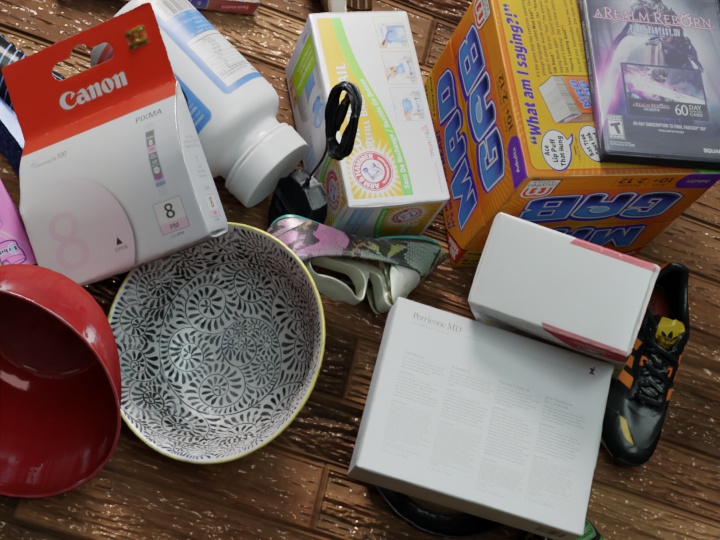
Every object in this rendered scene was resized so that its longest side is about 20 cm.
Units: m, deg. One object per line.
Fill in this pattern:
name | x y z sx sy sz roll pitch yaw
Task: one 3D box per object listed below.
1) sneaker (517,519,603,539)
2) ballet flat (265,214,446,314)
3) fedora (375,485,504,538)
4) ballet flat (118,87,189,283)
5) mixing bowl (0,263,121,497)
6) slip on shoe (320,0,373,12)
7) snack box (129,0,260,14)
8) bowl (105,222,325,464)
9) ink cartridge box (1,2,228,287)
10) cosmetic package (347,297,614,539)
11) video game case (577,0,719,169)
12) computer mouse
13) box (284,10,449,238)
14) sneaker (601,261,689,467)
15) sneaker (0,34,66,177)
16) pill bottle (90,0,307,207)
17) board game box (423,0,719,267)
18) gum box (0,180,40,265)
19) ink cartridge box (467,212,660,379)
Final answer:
sneaker | 0.157 0.294 1.162 0.085 0.078 0.201 37 62 0
ballet flat | 0.000 0.000 1.223 0.198 0.069 0.072 10 56 -38
fedora | 0.101 0.136 1.202 0.198 0.092 0.203 6 66 -14
ballet flat | -0.184 -0.068 1.167 0.072 0.073 0.203 3 99 -15
mixing bowl | -0.272 0.072 1.082 0.198 0.201 0.109 26 32 -5
slip on shoe | -0.031 -0.311 1.375 0.060 0.076 0.203 -10 75 22
snack box | -0.199 -0.301 1.336 0.197 0.024 0.073 3 66 -15
bowl | -0.111 0.068 1.150 0.198 0.094 0.204 -4 76 16
ink cartridge box | -0.216 -0.099 1.115 0.161 0.057 0.202 -19 95 18
cosmetic package | 0.103 0.126 1.128 0.197 0.052 0.153 18 70 -4
video game case | 0.269 -0.188 1.209 0.141 0.019 0.203 3 68 -16
computer mouse | -0.035 -0.089 1.205 0.034 0.201 0.059 -11 56 -36
box | 0.003 -0.131 1.276 0.100 0.113 0.203 -5 71 -19
sneaker | 0.273 0.083 1.279 0.069 0.090 0.202 18 63 -8
sneaker | -0.313 -0.168 1.224 0.077 0.070 0.201 -31 85 -30
pill bottle | -0.146 -0.157 1.242 0.200 0.112 0.112 46 63 6
board game box | 0.193 -0.136 1.286 0.197 0.200 0.203 -2 68 -18
gum box | -0.377 -0.012 1.135 0.198 0.066 0.114 -23 75 -24
ink cartridge box | 0.179 0.029 1.190 0.143 0.200 0.084 18 83 11
